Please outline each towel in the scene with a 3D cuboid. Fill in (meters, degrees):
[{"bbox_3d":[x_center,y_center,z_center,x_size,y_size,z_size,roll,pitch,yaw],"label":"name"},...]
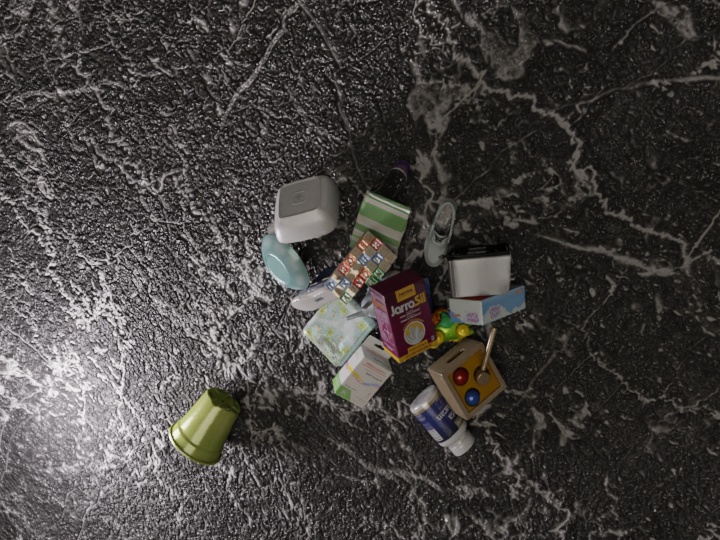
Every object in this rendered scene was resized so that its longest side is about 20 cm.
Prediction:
[{"bbox_3d":[-0.066,0.176,1.753,0.171,0.048,0.201,43,108,6],"label":"towel"},{"bbox_3d":[0.056,-0.121,1.645,0.150,0.024,0.203,24,129,8],"label":"towel"}]

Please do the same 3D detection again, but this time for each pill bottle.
[{"bbox_3d":[0.252,0.457,1.714,0.111,0.111,0.201,-41,91,18],"label":"pill bottle"}]

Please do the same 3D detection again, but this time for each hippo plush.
[{"bbox_3d":[0.093,0.110,1.625,0.158,0.201,0.161,-34,102,38],"label":"hippo plush"}]

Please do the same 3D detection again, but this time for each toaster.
[{"bbox_3d":[0.322,-0.005,1.557,0.195,0.181,0.122,-5,98,13],"label":"toaster"}]

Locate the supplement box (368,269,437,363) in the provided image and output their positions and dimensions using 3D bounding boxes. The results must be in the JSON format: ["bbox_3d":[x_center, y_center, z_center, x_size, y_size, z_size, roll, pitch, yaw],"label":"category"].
[{"bbox_3d":[0.117,0.122,1.525,0.128,0.103,0.204,-22,112,-17],"label":"supplement box"}]

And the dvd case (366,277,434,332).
[{"bbox_3d":[0.124,0.106,1.715,0.195,0.018,0.147,-8,101,14],"label":"dvd case"}]

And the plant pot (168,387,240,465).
[{"bbox_3d":[-0.497,0.499,1.871,0.199,0.200,0.186,36,97,3],"label":"plant pot"}]

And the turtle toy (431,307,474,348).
[{"bbox_3d":[0.264,0.154,1.640,0.195,0.146,0.104,-15,77,-4],"label":"turtle toy"}]

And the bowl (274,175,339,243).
[{"bbox_3d":[-0.161,-0.188,1.625,0.195,0.204,0.075,-11,144,14],"label":"bowl"}]

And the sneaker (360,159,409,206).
[{"bbox_3d":[0.079,-0.236,1.629,0.075,0.088,0.200,40,133,-10],"label":"sneaker"}]

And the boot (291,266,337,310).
[{"bbox_3d":[-0.131,0.058,1.745,0.197,0.092,0.072,-19,137,38],"label":"boot"}]

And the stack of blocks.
[{"bbox_3d":[0.000,0.000,1.626,0.115,0.059,0.201,40,90,-6],"label":"stack of blocks"}]

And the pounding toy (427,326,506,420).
[{"bbox_3d":[0.322,0.285,1.617,0.198,0.142,0.186,-35,101,-13],"label":"pounding toy"}]

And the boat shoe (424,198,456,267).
[{"bbox_3d":[0.225,-0.105,1.617,0.068,0.072,0.206,16,105,9],"label":"boat shoe"}]

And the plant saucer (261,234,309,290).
[{"bbox_3d":[-0.238,-0.013,1.699,0.199,0.039,0.204,32,145,25],"label":"plant saucer"}]

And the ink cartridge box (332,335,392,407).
[{"bbox_3d":[0.016,0.311,1.740,0.116,0.068,0.201,30,109,-22],"label":"ink cartridge box"}]

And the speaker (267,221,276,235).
[{"bbox_3d":[-0.178,-0.134,1.700,0.196,0.081,0.083,-18,98,15],"label":"speaker"}]

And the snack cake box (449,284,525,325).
[{"bbox_3d":[0.349,0.090,1.550,0.114,0.197,0.069,4,105,50],"label":"snack cake box"}]
